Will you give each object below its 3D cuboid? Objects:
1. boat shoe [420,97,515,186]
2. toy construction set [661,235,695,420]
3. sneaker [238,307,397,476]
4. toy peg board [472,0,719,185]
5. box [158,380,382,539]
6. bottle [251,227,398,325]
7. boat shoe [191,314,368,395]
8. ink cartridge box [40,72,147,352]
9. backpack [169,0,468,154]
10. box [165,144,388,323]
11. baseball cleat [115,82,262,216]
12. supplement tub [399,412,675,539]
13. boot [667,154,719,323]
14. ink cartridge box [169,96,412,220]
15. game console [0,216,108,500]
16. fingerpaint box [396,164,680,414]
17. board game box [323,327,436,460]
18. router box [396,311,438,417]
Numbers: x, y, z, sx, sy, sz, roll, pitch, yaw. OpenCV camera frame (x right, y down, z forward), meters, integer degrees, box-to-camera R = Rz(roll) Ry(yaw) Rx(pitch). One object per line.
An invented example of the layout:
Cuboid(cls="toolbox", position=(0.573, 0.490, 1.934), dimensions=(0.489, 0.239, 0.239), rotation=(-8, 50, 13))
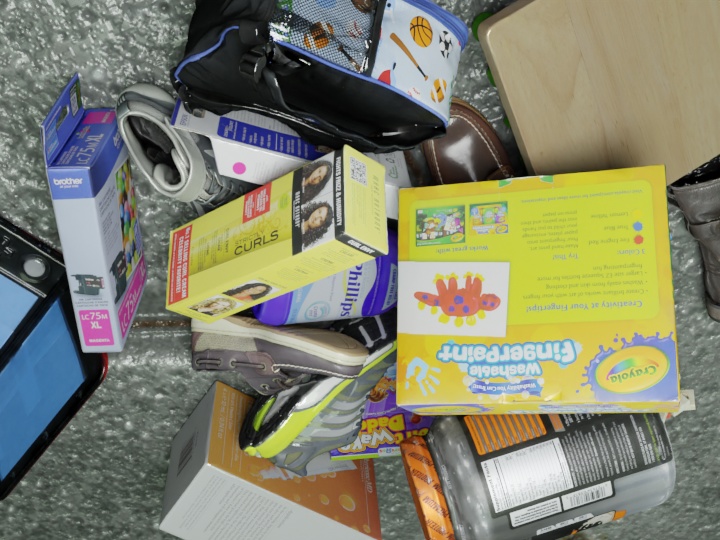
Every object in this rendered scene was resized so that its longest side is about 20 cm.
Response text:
Cuboid(cls="boat shoe", position=(0.113, -0.057, 0.807), dimensions=(0.070, 0.071, 0.201), rotation=(-26, 118, 12))
Cuboid(cls="toy construction set", position=(0.249, 0.055, 0.876), dimensions=(0.129, 0.092, 0.202), rotation=(-17, 110, 6))
Cuboid(cls="sneaker", position=(-0.019, 0.112, 0.847), dimensions=(0.199, 0.074, 0.081), rotation=(-40, 123, 11))
Cuboid(cls="toy peg board", position=(0.197, -0.164, 0.749), dimensions=(0.198, 0.098, 0.201), rotation=(-31, 121, -4))
Cuboid(cls="box", position=(-0.088, 0.222, 0.923), dimensions=(0.198, 0.125, 0.098), rotation=(29, 114, -20))
Cuboid(cls="bottle", position=(0.000, 0.000, 0.809), dimensions=(0.197, 0.065, 0.084), rotation=(-4, 125, -24))
Cuboid(cls="boat shoe", position=(-0.078, 0.078, 0.817), dimensions=(0.198, 0.072, 0.066), rotation=(8, 91, 35))
Cuboid(cls="ink cartridge box", position=(-0.216, -0.048, 0.757), dimensions=(0.041, 0.120, 0.202), rotation=(-3, 121, 1))
Cuboid(cls="backpack", position=(-0.021, -0.163, 0.671), dimensions=(0.189, 0.199, 0.156), rotation=(24, 84, -27))
Cuboid(cls="box", position=(-0.068, -0.023, 0.702), dimensions=(0.198, 0.076, 0.050), rotation=(-20, 150, 38))
Cuboid(cls="baseball cleat", position=(-0.128, -0.066, 0.760), dimensions=(0.070, 0.107, 0.199), rotation=(-43, 117, 14))
Cuboid(cls="supplement tub", position=(0.138, 0.155, 0.737), dimensions=(0.197, 0.123, 0.124), rotation=(-16, 121, -3))
Cuboid(cls="boot", position=(0.386, -0.046, 0.833), dimensions=(0.197, 0.070, 0.176), rotation=(-19, 121, 10))
Cuboid(cls="ink cartridge box", position=(-0.057, -0.099, 0.752), dimensions=(0.197, 0.095, 0.037), rotation=(16, 119, -13))
Cuboid(cls="game console", position=(-0.339, 0.076, 0.822), dimensions=(0.172, 0.119, 0.200), rotation=(35, 112, -22))
Cuboid(cls="fingerpaint box", position=(0.130, 0.020, 0.681), dimensions=(0.197, 0.170, 0.073), rotation=(-4, 165, 19))
Cuboid(cls="board game box", position=(0.063, 0.119, 0.920), dimensions=(0.197, 0.045, 0.136), rotation=(-4, 121, -2))
Cuboid(cls="router box", position=(0.133, 0.097, 0.812), dimensions=(0.148, 0.062, 0.202), rotation=(-23, 122, -1))
